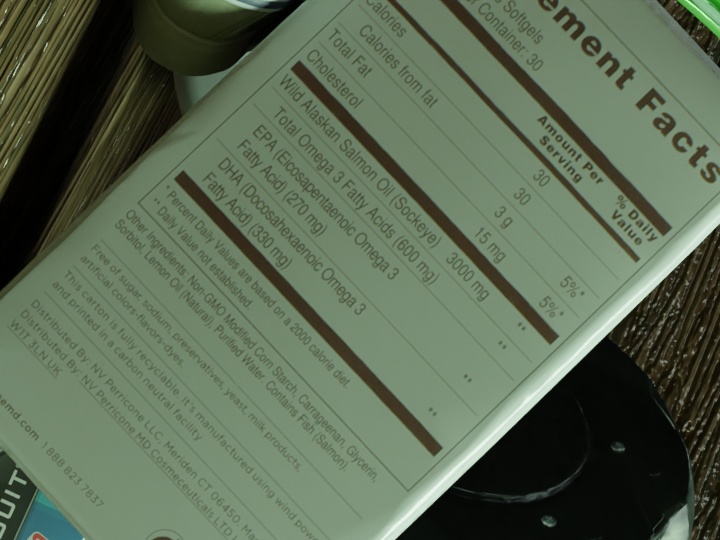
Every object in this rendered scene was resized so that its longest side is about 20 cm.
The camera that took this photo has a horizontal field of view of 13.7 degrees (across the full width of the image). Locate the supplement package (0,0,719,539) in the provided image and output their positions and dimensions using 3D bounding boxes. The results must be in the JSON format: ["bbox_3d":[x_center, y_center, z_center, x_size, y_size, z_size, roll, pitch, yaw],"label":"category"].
[{"bbox_3d":[0.000,0.000,0.807,0.200,0.117,0.117,-43,177,-4],"label":"supplement package"}]

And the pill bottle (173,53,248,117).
[{"bbox_3d":[0.009,-0.076,0.990,0.200,0.119,0.120,-61,176,-81],"label":"pill bottle"}]

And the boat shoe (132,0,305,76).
[{"bbox_3d":[-0.010,-0.123,0.833,0.062,0.072,0.200,-46,-178,39],"label":"boat shoe"}]

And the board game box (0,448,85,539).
[{"bbox_3d":[-0.111,0.097,0.970,0.200,0.047,0.151,80,34,-88],"label":"board game box"}]

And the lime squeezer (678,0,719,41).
[{"bbox_3d":[0.072,-0.110,0.879,0.038,0.071,0.200,-45,161,-2],"label":"lime squeezer"}]

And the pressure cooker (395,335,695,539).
[{"bbox_3d":[0.001,0.117,0.999,0.179,0.175,0.201,-57,169,-55],"label":"pressure cooker"}]
